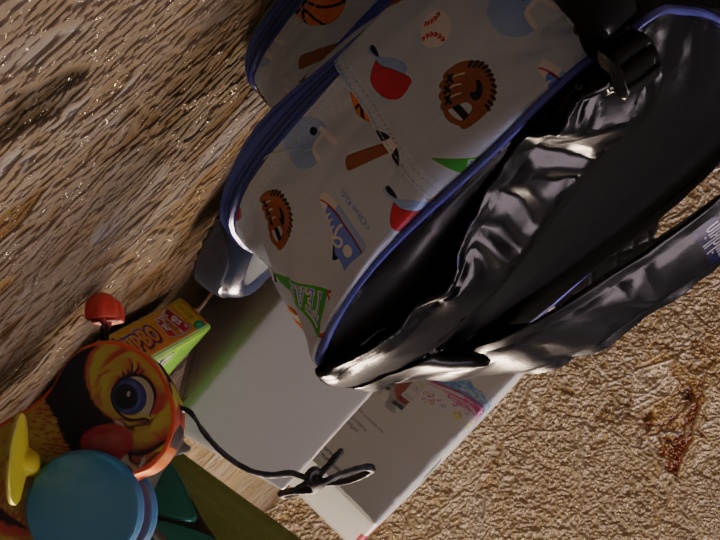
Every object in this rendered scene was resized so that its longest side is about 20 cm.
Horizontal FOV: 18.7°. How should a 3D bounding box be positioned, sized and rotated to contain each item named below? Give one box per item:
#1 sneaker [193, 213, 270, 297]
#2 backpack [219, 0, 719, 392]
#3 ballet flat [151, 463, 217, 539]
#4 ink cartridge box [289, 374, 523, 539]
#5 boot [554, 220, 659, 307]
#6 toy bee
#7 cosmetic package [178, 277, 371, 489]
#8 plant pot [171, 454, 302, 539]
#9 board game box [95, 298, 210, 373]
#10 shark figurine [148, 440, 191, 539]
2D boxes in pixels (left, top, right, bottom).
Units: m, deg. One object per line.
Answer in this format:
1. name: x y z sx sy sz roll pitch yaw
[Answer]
1. sneaker: 0.006 -0.043 0.957 0.200 0.082 0.070 -49 174 28
2. backpack: 0.042 -0.049 0.780 0.191 0.154 0.200 -49 151 17
3. ballet flat: -0.115 0.168 1.273 0.071 0.071 0.200 -46 -154 0
4. ink cartridge box: 0.021 0.082 1.646 0.200 0.145 0.145 -44 174 -15
5. boot: 0.113 -0.073 1.106 0.068 0.200 0.131 -4 172 5
6. toy bee: -0.114 0.071 0.910 0.200 0.109 0.131 -16 171 -22
7. cosmetic package: -0.008 0.003 1.088 0.200 0.071 0.101 -50 -162 31
8. plant pot: -0.109 0.223 1.467 0.200 0.190 0.200 -46 175 -6
9. board game box: -0.156 0.097 1.054 0.200 0.030 0.096 -50 173 22
10. shark figurine: -0.110 0.113 1.215 0.128 0.090 0.214 -47 173 22
